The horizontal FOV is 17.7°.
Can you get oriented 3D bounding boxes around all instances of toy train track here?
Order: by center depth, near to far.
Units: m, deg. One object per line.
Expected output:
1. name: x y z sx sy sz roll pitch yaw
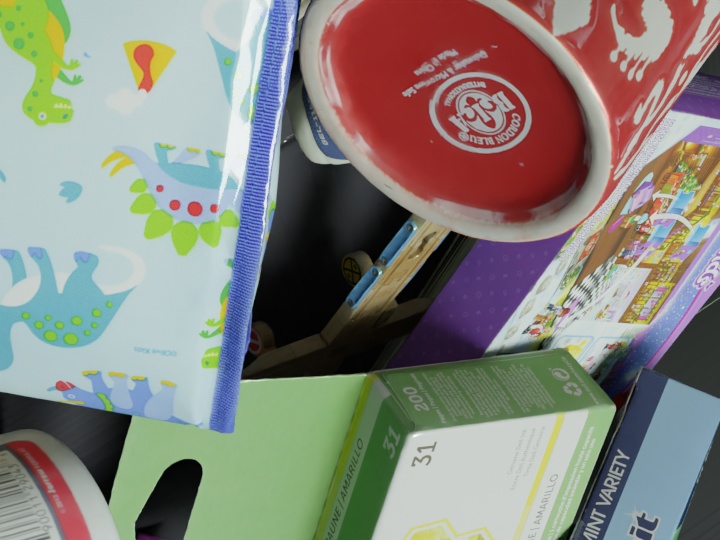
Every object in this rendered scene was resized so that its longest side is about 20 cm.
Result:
1. toy train track: 0.000 0.000 0.966 0.114 0.033 0.200 -19 159 -37

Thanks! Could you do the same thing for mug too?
1. mug: 0.071 -0.100 0.767 0.200 0.133 0.178 -55 167 -37

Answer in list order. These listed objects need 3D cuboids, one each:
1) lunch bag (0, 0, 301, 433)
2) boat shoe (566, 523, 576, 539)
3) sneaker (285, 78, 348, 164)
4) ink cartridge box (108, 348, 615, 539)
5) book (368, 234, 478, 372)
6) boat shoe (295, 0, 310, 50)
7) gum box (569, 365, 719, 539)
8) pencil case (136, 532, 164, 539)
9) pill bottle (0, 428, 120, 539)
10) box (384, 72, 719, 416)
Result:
1. lunch bag: -0.105 -0.066 0.750 0.169 0.128 0.201 7 128 -2
2. boat shoe: 0.052 0.131 1.093 0.061 0.071 0.201 -67 154 -5
3. sneaker: 0.046 -0.091 0.958 0.199 0.088 0.076 -18 90 -52
4. ink cartridge box: -0.006 0.107 0.947 0.199 0.048 0.146 -5 129 -31
5. book: 0.098 0.008 1.090 0.133 0.048 0.201 20 108 -48
6. boat shoe: -0.019 -0.123 0.887 0.199 0.057 0.067 -33 102 -22
7. gum box: 0.109 0.156 1.063 0.200 0.044 0.171 84 30 -69
8. pencil case: -0.123 0.223 1.034 0.093 0.085 0.201 -63 174 -66
9. pill bottle: -0.197 0.139 0.877 0.199 0.120 0.120 -13 129 -32
10. box: 0.100 0.002 1.002 0.136 0.039 0.200 5 128 -50
